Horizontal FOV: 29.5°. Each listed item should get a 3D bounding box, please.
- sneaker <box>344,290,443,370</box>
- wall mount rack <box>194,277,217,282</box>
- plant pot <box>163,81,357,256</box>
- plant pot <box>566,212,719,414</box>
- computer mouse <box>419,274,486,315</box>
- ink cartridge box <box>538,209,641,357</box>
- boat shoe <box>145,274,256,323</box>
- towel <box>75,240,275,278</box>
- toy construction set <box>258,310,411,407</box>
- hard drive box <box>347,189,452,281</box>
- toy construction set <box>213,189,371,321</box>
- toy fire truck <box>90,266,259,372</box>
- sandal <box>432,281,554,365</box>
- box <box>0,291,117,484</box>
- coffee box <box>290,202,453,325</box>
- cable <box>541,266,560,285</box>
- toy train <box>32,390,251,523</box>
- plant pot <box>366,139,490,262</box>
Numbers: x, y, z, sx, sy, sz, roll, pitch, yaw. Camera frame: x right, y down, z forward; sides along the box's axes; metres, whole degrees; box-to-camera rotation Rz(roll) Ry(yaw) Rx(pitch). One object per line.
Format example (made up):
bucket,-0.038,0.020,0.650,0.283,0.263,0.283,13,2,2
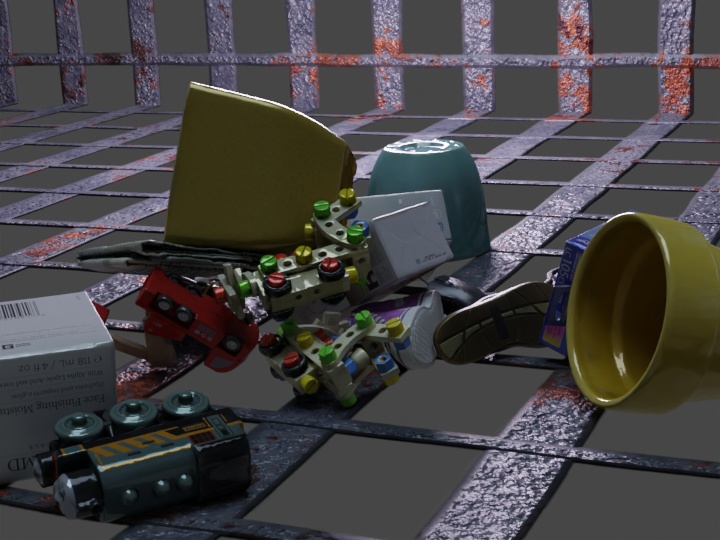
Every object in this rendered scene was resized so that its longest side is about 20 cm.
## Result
sneaker,0.032,0.076,1.604,0.113,0.073,0.200,-7,7,11
wall mount rack,-0.165,-0.016,1.910,0.074,0.174,0.200,37,14,-5
plant pot,-0.112,-0.104,1.690,0.198,0.197,0.194,9,-5,7
plant pot,0.340,0.052,1.410,0.187,0.203,0.201,8,11,-20
computer mouse,0.086,0.006,1.733,0.199,0.034,0.059,33,50,16
ink cartridge box,0.282,0.023,1.581,0.076,0.138,0.199,26,28,27
boat shoe,-0.209,0.042,1.769,0.071,0.060,0.199,-16,19,-42
towel,-0.223,-0.006,1.661,0.191,0.035,0.199,7,-7,-32
toy construction set,-0.033,0.085,1.513,0.131,0.093,0.200,-33,16,-15
hard drive box,0.008,-0.037,1.860,0.198,0.077,0.156,-6,-20,-13
toy construction set,-0.072,-0.007,1.528,0.199,0.092,0.131,-27,44,-3
toy fire truck,-0.232,0.070,1.591,0.199,0.141,0.049,31,39,-13
sandal,0.167,0.065,1.620,0.198,0.081,0.054,-14,-3,-25
box,-0.353,0.117,1.374,0.197,0.132,0.200,-8,16,-18
coffee box,0.000,0.000,1.685,0.199,0.080,0.113,-31,-8,42
cable,0.261,0.030,1.817,0.096,0.051,0.200,-19,1,5
toy train,-0.194,0.172,1.251,0.198,0.086,0.114,-11,26,-27
plant pot,0.099,-0.113,2.104,0.199,0.163,0.201,-3,14,1
